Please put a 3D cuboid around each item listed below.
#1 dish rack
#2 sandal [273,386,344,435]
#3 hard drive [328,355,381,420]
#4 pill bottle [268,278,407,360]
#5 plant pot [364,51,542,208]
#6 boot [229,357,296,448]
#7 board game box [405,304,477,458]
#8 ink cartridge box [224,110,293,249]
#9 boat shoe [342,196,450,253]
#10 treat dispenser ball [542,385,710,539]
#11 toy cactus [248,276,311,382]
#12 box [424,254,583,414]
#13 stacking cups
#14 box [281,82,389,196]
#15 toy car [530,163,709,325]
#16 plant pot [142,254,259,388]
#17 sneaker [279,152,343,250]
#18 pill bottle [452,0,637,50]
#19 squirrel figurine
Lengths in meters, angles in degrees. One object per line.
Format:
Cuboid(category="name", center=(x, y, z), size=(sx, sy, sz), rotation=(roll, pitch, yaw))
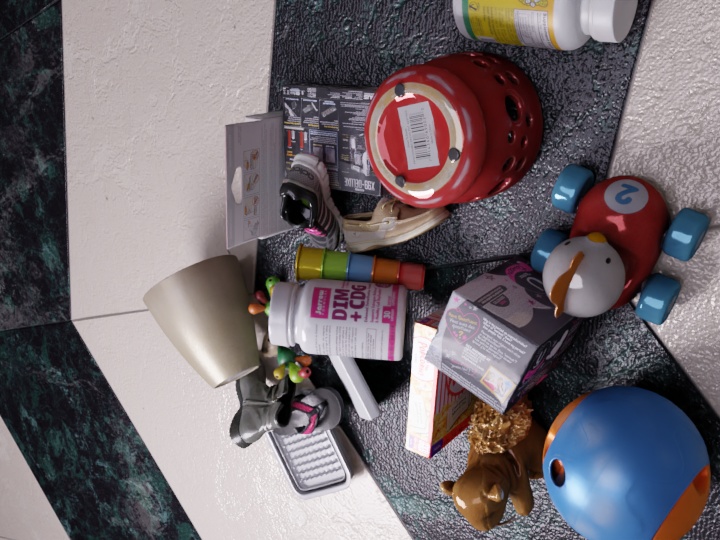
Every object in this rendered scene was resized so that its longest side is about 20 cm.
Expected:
Cuboid(category="dish rack", center=(-0.098, 0.320, 1.400), size=(0.171, 0.043, 0.201), rotation=(-28, 87, 39))
Cuboid(category="sandal", center=(-0.104, 0.261, 1.328), size=(0.199, 0.045, 0.076), rotation=(-26, 87, 39))
Cuboid(category="hard drive", center=(-0.029, 0.153, 1.256), size=(0.201, 0.027, 0.132), rotation=(63, 170, 4))
Cuboid(category="pill bottle", center=(-0.032, 0.072, 1.125), size=(0.198, 0.113, 0.114), rotation=(4, 110, 4))
Cuboid(category="plant pot", center=(0.113, -0.183, 0.988), size=(0.199, 0.182, 0.202), rotation=(14, 113, 36))
Cuboid(category="boot", center=(-0.165, 0.221, 1.363), size=(0.130, 0.201, 0.068), rotation=(-32, 126, 26))
Cuboid(category="board game box", center=(0.129, 0.151, 1.100), size=(0.046, 0.151, 0.202), rotation=(16, 114, 33))
Cuboid(category="ink cartridge box", center=(-0.171, -0.150, 1.220), size=(0.043, 0.173, 0.202), rotation=(16, 113, 33))
Cuboid(category="boat shoe", center=(0.044, -0.078, 1.142), size=(0.199, 0.074, 0.070), rotation=(-15, 101, 40))
Cuboid(category="treat dispenser ball", center=(0.331, 0.247, 0.941), size=(0.200, 0.200, 0.203), rotation=(13, 112, 34))
Cuboid(category="toy cactus", center=(-0.149, 0.118, 1.339), size=(0.201, 0.102, 0.165), rotation=(62, 148, 15))
Cuboid(category="box", center=(0.199, 0.075, 0.989), size=(0.132, 0.199, 0.115), rotation=(34, 121, 24))
Cuboid(category="stacking cups", center=(0.000, 0.000, 1.157), size=(0.198, 0.061, 0.061), rotation=(7, 111, 6))
Cuboid(category="box", center=(-0.034, -0.209, 1.176), size=(0.199, 0.050, 0.159), rotation=(12, 112, 35))
Cuboid(category="toy car", center=(0.282, -0.016, 0.896), size=(0.184, 0.199, 0.178), rotation=(28, 120, 27))
Cuboid(category="plant pot", center=(-0.266, 0.103, 1.359), size=(0.187, 0.187, 0.201), rotation=(-35, 79, 39))
Cuboid(category="sneaker", center=(-0.084, -0.088, 1.190), size=(0.073, 0.088, 0.201), rotation=(20, 147, 25))
Cuboid(category="pill bottle", center=(0.222, -0.327, 0.900), size=(0.199, 0.112, 0.114), rotation=(19, 115, 33))
Cuboid(category="squirrel figurine", center=(0.188, 0.262, 1.066), size=(0.141, 0.186, 0.202), rotation=(4, 106, 37))
